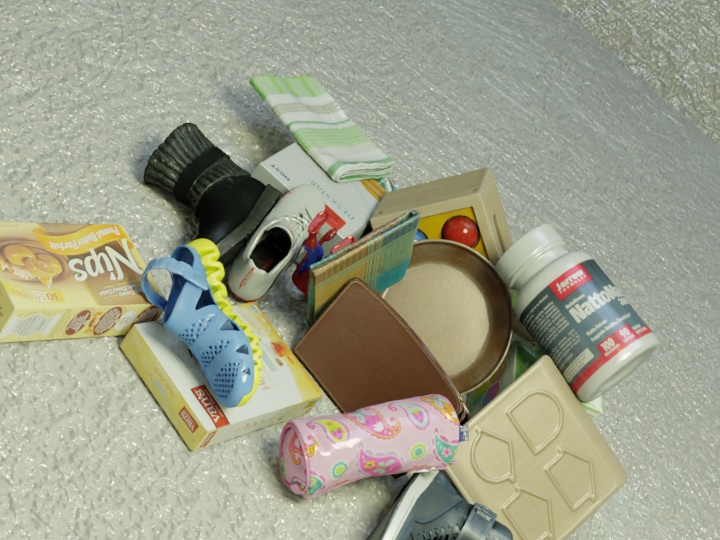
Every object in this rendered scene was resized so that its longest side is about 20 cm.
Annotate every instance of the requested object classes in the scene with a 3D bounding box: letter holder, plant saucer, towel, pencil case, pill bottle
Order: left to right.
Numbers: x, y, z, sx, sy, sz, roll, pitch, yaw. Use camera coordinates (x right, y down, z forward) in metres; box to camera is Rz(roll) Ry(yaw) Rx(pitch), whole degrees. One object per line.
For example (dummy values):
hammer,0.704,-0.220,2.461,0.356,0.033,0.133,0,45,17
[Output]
towel,-0.051,-0.204,1.805,0.200,0.031,0.149,50,28,18
towel,0.000,0.000,1.514,0.022,0.146,0.200,56,-13,16
pencil case,0.013,0.185,1.372,0.198,0.088,0.088,-6,49,-27
letter holder,0.043,0.112,1.514,0.200,0.142,0.100,49,30,16
plant saucer,0.094,0.063,1.636,0.200,0.201,0.037,42,-5,4
pill bottle,0.259,0.048,1.579,0.201,0.120,0.119,53,31,17

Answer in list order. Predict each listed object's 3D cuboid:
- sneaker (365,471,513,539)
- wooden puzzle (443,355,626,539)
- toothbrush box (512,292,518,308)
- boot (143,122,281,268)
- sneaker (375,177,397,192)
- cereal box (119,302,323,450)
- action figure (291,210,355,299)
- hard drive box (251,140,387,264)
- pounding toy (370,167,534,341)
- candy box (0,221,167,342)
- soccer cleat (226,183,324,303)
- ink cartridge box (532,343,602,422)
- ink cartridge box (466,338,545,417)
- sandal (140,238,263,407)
sneaker,0.088,0.296,1.380,0.146,0.077,0.202,41,27,6
wooden puzzle,0.200,0.231,1.528,0.199,0.046,0.186,-38,98,-23
toothbrush box,0.307,0.067,1.874,0.145,0.086,0.200,37,-2,-6
boot,-0.199,-0.084,1.560,0.157,0.080,0.211,37,30,-3
sneaker,0.047,-0.077,1.879,0.201,0.077,0.091,57,16,21
cereal box,-0.147,0.109,1.394,0.144,0.040,0.199,51,30,18
action figure,-0.030,-0.020,1.558,0.099,0.200,0.065,-40,80,-24
hard drive box,-0.059,-0.093,1.747,0.156,0.077,0.200,41,28,3
pounding toy,0.131,-0.008,1.715,0.142,0.182,0.202,-59,133,-62
candy box,-0.306,0.010,1.322,0.199,0.055,0.116,0,49,-52
soccer cleat,-0.093,-0.043,1.564,0.068,0.085,0.201,39,53,-2
ink cartridge box,0.264,0.151,1.698,0.047,0.146,0.201,21,39,-7
ink cartridge box,0.189,0.160,1.665,0.059,0.104,0.201,35,29,-11
sandal,-0.167,0.055,1.322,0.086,0.080,0.201,2,48,-45
